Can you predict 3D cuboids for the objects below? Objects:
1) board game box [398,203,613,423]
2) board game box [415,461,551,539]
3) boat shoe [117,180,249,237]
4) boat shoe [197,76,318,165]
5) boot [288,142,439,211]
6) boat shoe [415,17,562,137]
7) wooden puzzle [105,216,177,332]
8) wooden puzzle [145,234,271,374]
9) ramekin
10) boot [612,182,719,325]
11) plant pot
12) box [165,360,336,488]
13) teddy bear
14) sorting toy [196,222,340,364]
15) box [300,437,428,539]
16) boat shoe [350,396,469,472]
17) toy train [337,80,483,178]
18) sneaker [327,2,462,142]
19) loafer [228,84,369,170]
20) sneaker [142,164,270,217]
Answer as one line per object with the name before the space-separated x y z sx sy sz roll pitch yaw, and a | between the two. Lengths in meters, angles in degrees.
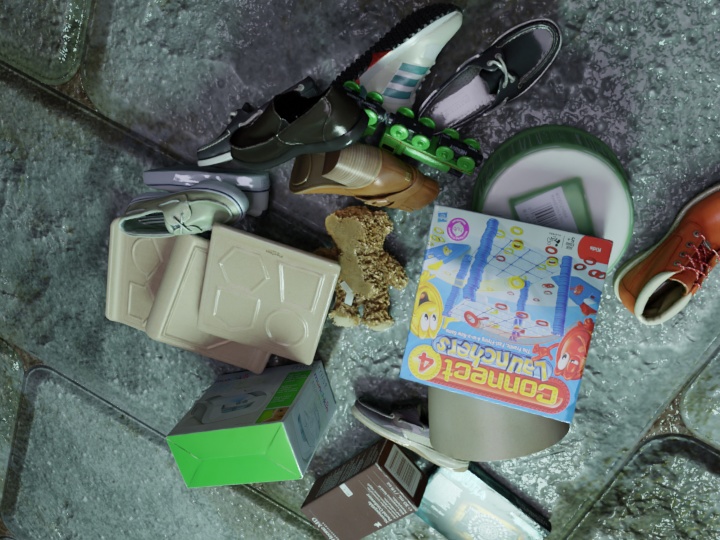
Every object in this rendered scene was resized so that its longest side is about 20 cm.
board game box | 0.158 0.044 0.634 0.196 0.056 0.200 12 94 11
board game box | 0.185 0.390 0.902 0.199 0.028 0.136 37 114 1
boat shoe | -0.246 -0.074 0.780 0.196 0.063 0.073 -4 130 23
boat shoe | -0.140 -0.197 0.757 0.196 0.074 0.061 -17 108 19
boot | -0.003 -0.117 0.746 0.152 0.199 0.075 15 91 -29
boat shoe | 0.150 -0.228 0.677 0.198 0.060 0.075 -28 100 23
wooden puzzle | -0.307 0.022 0.908 0.196 0.046 0.189 17 113 5
wooden puzzle | -0.212 0.052 0.868 0.197 0.037 0.187 23 110 -13
ramekin | 0.233 -0.069 0.688 0.195 0.098 0.205 5 110 14
boot | 0.393 -0.017 0.659 0.075 0.107 0.201 39 113 1
plant pot | 0.166 0.114 0.745 0.183 0.187 0.205 -9 93 18
box | -0.158 0.234 0.864 0.196 0.177 0.099 -11 107 19
teddy bear | 0.000 0.000 0.807 0.142 0.067 0.203 -8 113 28
sorting toy | -0.135 0.036 0.807 0.181 0.037 0.203 18 124 -3
box | 0.003 0.361 0.908 0.100 0.075 0.200 46 123 -2
boat shoe | 0.080 0.236 0.860 0.197 0.072 0.066 23 90 20
toy train | 0.053 -0.163 0.675 0.197 0.042 0.057 24 151 -6
sneaker | 0.052 -0.243 0.707 0.198 0.071 0.093 -34 124 15
loafer | -0.083 -0.174 0.650 0.197 0.074 0.072 -6 135 33
sneaker | -0.227 -0.112 0.819 0.195 0.073 0.072 7 109 13
